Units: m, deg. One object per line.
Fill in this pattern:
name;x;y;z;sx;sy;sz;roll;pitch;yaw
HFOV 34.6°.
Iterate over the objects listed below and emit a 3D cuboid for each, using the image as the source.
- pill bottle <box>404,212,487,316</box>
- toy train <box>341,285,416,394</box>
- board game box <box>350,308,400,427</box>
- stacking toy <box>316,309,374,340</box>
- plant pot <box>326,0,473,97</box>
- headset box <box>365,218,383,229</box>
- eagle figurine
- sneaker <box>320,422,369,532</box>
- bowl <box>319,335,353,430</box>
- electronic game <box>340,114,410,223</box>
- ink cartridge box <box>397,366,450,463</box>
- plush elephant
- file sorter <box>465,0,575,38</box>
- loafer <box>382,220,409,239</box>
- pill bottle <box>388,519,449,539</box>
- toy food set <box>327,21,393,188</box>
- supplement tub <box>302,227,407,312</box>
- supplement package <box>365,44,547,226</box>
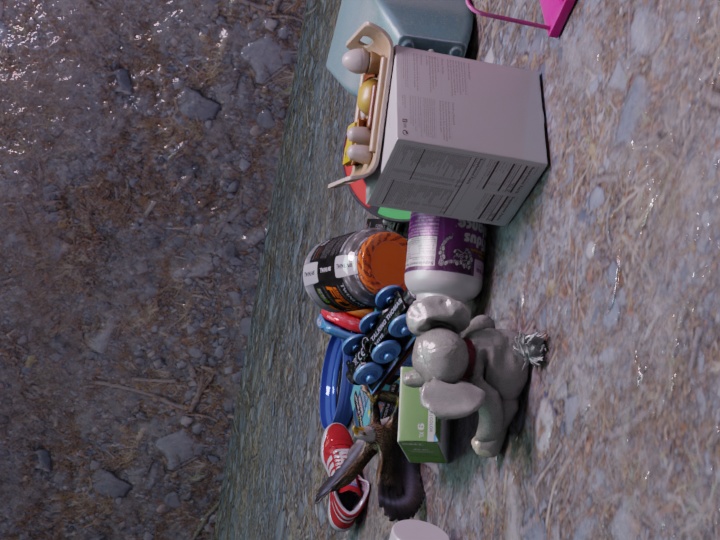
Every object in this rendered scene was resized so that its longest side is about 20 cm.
pill bottle;0.119;-0.023;1.611;0.112;0.111;0.203;150;126;-74
toy train;0.056;0.102;1.726;0.201;0.113;0.087;-56;41;32
board game box;0.035;0.189;1.994;0.152;0.046;0.202;-104;25;-58
stacking toy;0.001;0.031;2.161;0.116;0.109;0.202;-126;56;-75
plant pot;0.075;-0.358;1.849;0.201;0.193;0.198;-112;32;-53
headset box;0.056;-0.010;1.957;0.200;0.076;0.151;-164;82;-78
eagle figurine;0.023;0.278;1.760;0.151;0.149;0.202;-22;53;63
sneaker;-0.028;0.365;2.109;0.113;0.070;0.202;115;152;-63
bowl;-0.042;0.222;2.324;0.200;0.039;0.203;-172;90;-77
electronic game;0.066;-0.174;1.774;0.042;0.198;0.203;-26;-53;-74
ink cartridge box;0.086;0.194;1.580;0.200;0.059;0.105;65;-153;-68
plush elephant;0.122;0.120;1.414;0.200;0.153;0.166;118;156;-58
file sorter;0.212;-0.417;1.411;0.201;0.124;0.140;112;161;-47
loafer;0.080;-0.121;1.827;0.202;0.071;0.063;-66;-18;7
pill bottle;0.063;0.449;1.576;0.111;0.110;0.202;-120;39;-69
toy food set;-0.010;-0.209;1.504;0.143;0.060;0.203;175;104;-78
supplement tub;0.000;0.000;1.810;0.199;0.121;0.124;-13;69;63
supplement package;0.119;-0.171;1.499;0.151;0.197;0.153;117;157;-56
